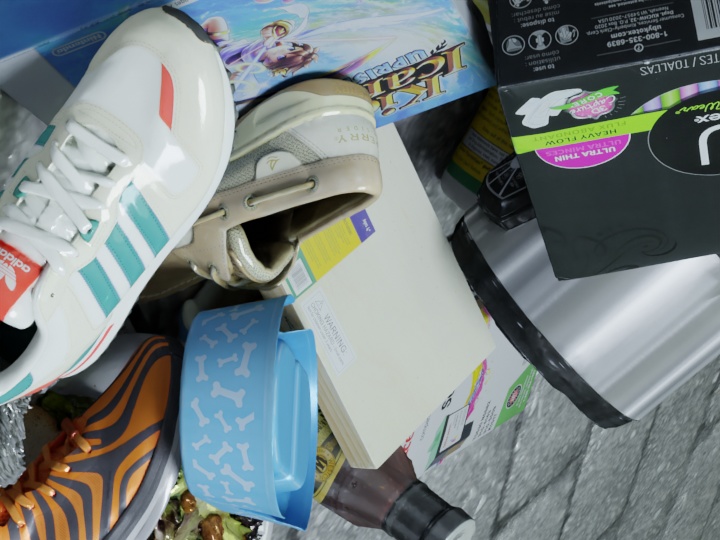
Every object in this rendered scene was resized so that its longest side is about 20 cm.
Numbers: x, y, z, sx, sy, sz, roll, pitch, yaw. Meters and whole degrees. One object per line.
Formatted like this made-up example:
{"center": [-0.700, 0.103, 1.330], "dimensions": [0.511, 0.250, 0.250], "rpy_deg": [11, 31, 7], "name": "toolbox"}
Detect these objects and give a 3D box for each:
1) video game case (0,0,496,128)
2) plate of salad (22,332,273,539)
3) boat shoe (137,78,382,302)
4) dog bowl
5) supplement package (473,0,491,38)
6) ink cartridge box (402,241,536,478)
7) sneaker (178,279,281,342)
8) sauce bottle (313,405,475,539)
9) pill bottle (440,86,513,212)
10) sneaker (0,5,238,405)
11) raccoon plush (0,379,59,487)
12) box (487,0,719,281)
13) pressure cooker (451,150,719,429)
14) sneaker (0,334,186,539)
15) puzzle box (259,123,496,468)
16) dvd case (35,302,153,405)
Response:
{"center": [-0.051, -0.107, 0.793], "dimensions": [0.199, 0.046, 0.181], "rpy_deg": [-19, 157, 13], "name": "video game case"}
{"center": [-0.126, 0.136, 0.945], "dimensions": [0.199, 0.048, 0.201], "rpy_deg": [-1, 92, -36], "name": "plate of salad"}
{"center": [-0.063, -0.022, 0.841], "dimensions": [0.072, 0.065, 0.200], "rpy_deg": [7, 151, -44], "name": "boat shoe"}
{"center": [-0.056, 0.077, 0.890], "dimensions": [0.200, 0.049, 0.112], "rpy_deg": [68, 23, -76], "name": "dog bowl"}
{"center": [0.121, -0.219, 0.969], "dimensions": [0.156, 0.111, 0.200], "rpy_deg": [-47, 161, -24], "name": "supplement package"}
{"center": [0.054, 0.067, 1.256], "dimensions": [0.200, 0.084, 0.145], "rpy_deg": [-26, 142, -45], "name": "ink cartridge box"}
{"center": [-0.032, -0.001, 1.044], "dimensions": [0.200, 0.076, 0.081], "rpy_deg": [-46, 145, -27], "name": "sneaker"}
{"center": [-0.014, 0.115, 1.062], "dimensions": [0.066, 0.200, 0.066], "rpy_deg": [-39, 148, -31], "name": "sauce bottle"}
{"center": [0.148, -0.118, 1.170], "dimensions": [0.113, 0.113, 0.201], "rpy_deg": [8, 114, -62], "name": "pill bottle"}
{"center": [-0.122, -0.017, 0.714], "dimensions": [0.200, 0.070, 0.093], "rpy_deg": [-57, 172, 28], "name": "sneaker"}
{"center": [-0.210, 0.025, 0.801], "dimensions": [0.200, 0.096, 0.134], "rpy_deg": [-72, 159, -50], "name": "raccoon plush"}
{"center": [0.151, -0.102, 0.868], "dimensions": [0.200, 0.148, 0.125], "rpy_deg": [62, 21, -60], "name": "box"}
{"center": [0.178, -0.024, 1.047], "dimensions": [0.200, 0.176, 0.179], "rpy_deg": [-40, 158, 13], "name": "pressure cooker"}
{"center": [-0.165, 0.112, 0.854], "dimensions": [0.112, 0.078, 0.201], "rpy_deg": [26, 88, -22], "name": "sneaker"}
{"center": [0.000, 0.000, 1.015], "dimensions": [0.133, 0.025, 0.201], "rpy_deg": [-40, 114, -36], "name": "puzzle box"}
{"center": [-0.185, 0.122, 0.988], "dimensions": [0.200, 0.016, 0.149], "rpy_deg": [-46, 152, -18], "name": "dvd case"}
